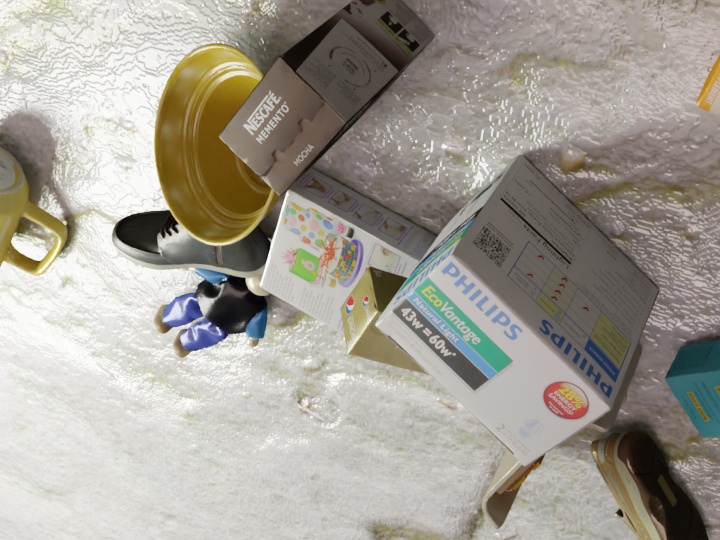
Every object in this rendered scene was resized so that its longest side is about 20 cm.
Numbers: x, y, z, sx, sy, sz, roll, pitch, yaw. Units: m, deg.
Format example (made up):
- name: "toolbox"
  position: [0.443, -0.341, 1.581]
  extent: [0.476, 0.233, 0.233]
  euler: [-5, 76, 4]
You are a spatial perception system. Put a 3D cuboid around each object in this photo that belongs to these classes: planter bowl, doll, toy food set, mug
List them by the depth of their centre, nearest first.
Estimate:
- name: "toy food set"
  position: [0.208, 0.169, 1.127]
  extent: [0.060, 0.144, 0.201]
  euler: [36, 131, 3]
- name: "planter bowl"
  position: [-0.121, -0.129, 1.135]
  extent: [0.199, 0.083, 0.203]
  euler: [5, 97, 43]
- name: "doll"
  position: [-0.171, 0.038, 1.317]
  extent: [0.199, 0.049, 0.137]
  euler: [-26, 106, 40]
- name: "mug"
  position: [-0.476, -0.080, 1.379]
  extent: [0.153, 0.185, 0.150]
  euler: [-46, 60, 32]

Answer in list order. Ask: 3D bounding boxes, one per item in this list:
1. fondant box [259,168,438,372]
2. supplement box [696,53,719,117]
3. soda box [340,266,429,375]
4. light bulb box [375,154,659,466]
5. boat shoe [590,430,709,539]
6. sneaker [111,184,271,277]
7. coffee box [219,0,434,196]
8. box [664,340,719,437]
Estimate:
- name: "fondant box"
  position: [0.000, 0.000, 1.190]
  extent: [0.198, 0.058, 0.145]
  euler: [28, 130, 9]
- name: "supplement box"
  position: [0.385, -0.151, 0.860]
  extent: [0.198, 0.074, 0.127]
  euler: [27, 130, 11]
- name: "soda box"
  position: [0.082, 0.063, 1.113]
  extent: [0.198, 0.064, 0.068]
  euler: [16, 129, -25]
- name: "light bulb box"
  position: [0.152, 0.034, 1.031]
  extent: [0.198, 0.200, 0.125]
  euler: [43, 131, -3]
- name: "boat shoe"
  position: [0.312, 0.260, 1.189]
  extent: [0.076, 0.071, 0.202]
  euler: [-14, 106, 51]
- name: "sneaker"
  position: [-0.199, -0.056, 1.236]
  extent: [0.197, 0.075, 0.107]
  euler: [6, 147, 15]
- name: "coffee box"
  position: [-0.027, -0.169, 0.998]
  extent: [0.080, 0.200, 0.113]
  euler: [44, 131, -4]
- name: "box"
  position: [0.390, 0.102, 1.015]
  extent: [0.199, 0.049, 0.083]
  euler: [-17, 115, 49]
